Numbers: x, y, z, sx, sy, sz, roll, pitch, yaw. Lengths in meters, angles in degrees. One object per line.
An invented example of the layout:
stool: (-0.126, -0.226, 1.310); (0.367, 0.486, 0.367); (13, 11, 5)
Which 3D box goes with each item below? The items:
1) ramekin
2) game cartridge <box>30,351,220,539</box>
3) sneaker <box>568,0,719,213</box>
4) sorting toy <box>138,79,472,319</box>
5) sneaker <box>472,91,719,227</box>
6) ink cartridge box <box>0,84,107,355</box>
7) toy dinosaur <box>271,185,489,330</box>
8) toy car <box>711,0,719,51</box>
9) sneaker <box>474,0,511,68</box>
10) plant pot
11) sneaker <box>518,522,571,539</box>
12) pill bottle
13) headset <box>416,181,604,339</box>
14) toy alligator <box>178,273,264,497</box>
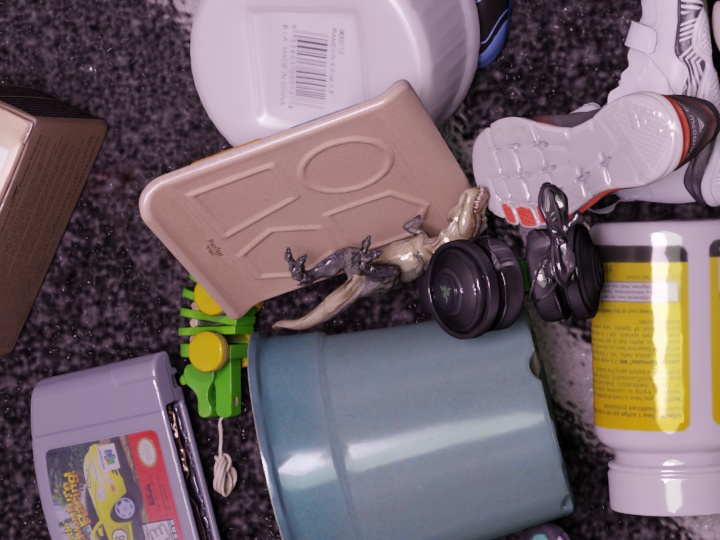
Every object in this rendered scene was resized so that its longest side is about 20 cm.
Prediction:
ramekin: (-0.024, -0.158, 1.545); (0.199, 0.098, 0.201); (7, 115, 16)
game cartridge: (-0.177, 0.170, 1.644); (0.133, 0.041, 0.201); (-14, 92, 32)
sneaker: (0.193, -0.137, 1.539); (0.114, 0.075, 0.201); (-10, 93, 11)
sorting toy: (-0.033, -0.050, 1.512); (0.199, 0.185, 0.037); (-23, 58, 9)
sneaker: (0.161, -0.077, 1.481); (0.200, 0.082, 0.077); (-7, 96, 49)
ink cartridge box: (-0.277, -0.033, 1.609); (0.075, 0.165, 0.201); (26, 97, 10)
toy dinosaur: (0.000, 0.000, 1.527); (0.199, 0.088, 0.048); (-28, 68, 24)
toy car: (0.319, -0.205, 1.458); (0.199, 0.150, 0.176); (25, 99, 28)
sneaker: (0.070, -0.245, 1.563); (0.070, 0.078, 0.201); (-2, 91, 13)
plant pot: (0.040, 0.120, 1.536); (0.195, 0.200, 0.201); (-13, 89, 6)
sneaker: (0.166, 0.274, 1.542); (0.074, 0.087, 0.201); (-35, 62, 45)
pill bottle: (0.217, 0.065, 1.523); (0.114, 0.114, 0.201); (-1, 92, 13)
headset: (0.105, -0.008, 1.454); (0.123, 0.200, 0.094); (-9, 91, -11)
toy alligator: (-0.112, 0.065, 1.628); (0.054, 0.059, 0.201); (8, 94, 26)
